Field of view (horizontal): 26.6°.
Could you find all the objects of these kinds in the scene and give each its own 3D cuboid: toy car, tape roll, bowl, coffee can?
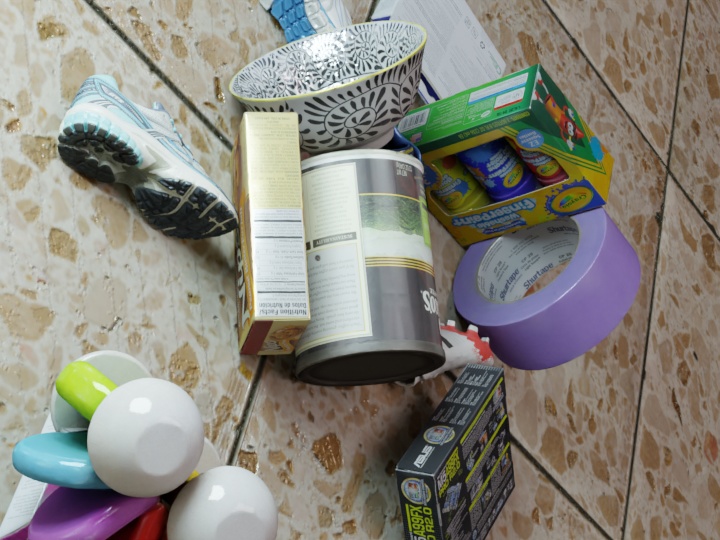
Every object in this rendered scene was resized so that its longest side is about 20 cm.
[{"bbox_3d":[-0.170,0.162,1.110,0.150,0.175,0.200,-43,114,-13],"label":"toy car"},{"bbox_3d":[0.210,0.010,1.727,0.085,0.200,0.200,47,42,-31],"label":"tape roll"},{"bbox_3d":[-0.021,-0.166,1.499,0.201,0.200,0.094,-48,130,-51],"label":"bowl"},{"bbox_3d":[0.000,0.000,1.488,0.146,0.146,0.200,14,64,-51],"label":"coffee can"}]

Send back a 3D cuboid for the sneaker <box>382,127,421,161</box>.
[{"bbox_3d":[0.026,-0.090,1.619,0.074,0.082,0.200,-33,105,-55],"label":"sneaker"}]

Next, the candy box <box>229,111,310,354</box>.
[{"bbox_3d":[-0.085,-0.033,1.408,0.055,0.115,0.200,-1,72,-12],"label":"candy box"}]

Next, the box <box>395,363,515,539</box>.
[{"bbox_3d":[0.102,0.216,1.581,0.200,0.044,0.160,-50,138,-50],"label":"box"}]

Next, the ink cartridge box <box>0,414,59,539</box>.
[{"bbox_3d":[-0.192,0.217,1.212,0.196,0.043,0.200,47,41,-33],"label":"ink cartridge box"}]

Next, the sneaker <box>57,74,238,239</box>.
[{"bbox_3d":[-0.176,-0.103,1.352,0.200,0.078,0.086,40,43,-38],"label":"sneaker"}]

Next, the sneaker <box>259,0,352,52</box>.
[{"bbox_3d":[-0.054,-0.284,1.611,0.200,0.075,0.087,68,25,-17],"label":"sneaker"}]

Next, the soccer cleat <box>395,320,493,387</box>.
[{"bbox_3d":[0.069,0.089,1.623,0.200,0.069,0.085,26,67,-45],"label":"soccer cleat"}]

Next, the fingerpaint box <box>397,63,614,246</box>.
[{"bbox_3d":[0.155,-0.123,1.706,0.167,0.200,0.073,46,44,-34],"label":"fingerpaint box"}]

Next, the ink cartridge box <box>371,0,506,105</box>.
[{"bbox_3d":[0.089,-0.255,1.809,0.196,0.043,0.200,53,42,-28],"label":"ink cartridge box"}]
